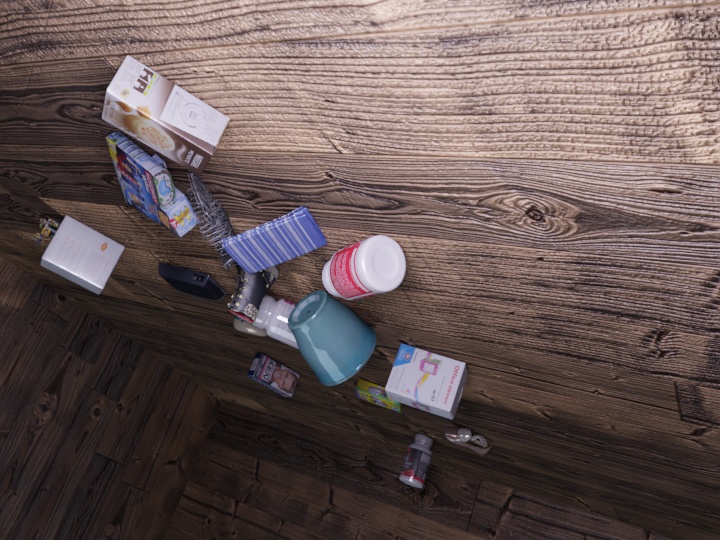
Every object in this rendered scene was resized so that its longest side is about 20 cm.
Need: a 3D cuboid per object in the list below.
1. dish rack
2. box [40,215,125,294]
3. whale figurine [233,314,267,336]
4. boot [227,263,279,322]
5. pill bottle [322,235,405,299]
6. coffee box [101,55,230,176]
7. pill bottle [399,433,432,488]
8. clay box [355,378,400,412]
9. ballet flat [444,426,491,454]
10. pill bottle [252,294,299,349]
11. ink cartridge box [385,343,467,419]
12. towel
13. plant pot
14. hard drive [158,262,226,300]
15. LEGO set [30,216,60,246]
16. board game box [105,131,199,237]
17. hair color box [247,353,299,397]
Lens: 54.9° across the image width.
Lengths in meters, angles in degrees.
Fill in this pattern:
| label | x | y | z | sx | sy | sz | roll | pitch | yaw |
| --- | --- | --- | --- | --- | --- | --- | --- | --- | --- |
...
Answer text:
| label | x | y | z | sx | sy | sz | roll | pitch | yaw |
| --- | --- | --- | --- | --- | --- | --- | --- | --- | --- |
| dish rack | -0.320 | -0.114 | 1.477 | 0.155 | 0.054 | 0.201 | 62 | 180 | 32 |
| box | -0.856 | -0.045 | 2.137 | 0.197 | 0.155 | 0.106 | 31 | 156 | -20 |
| whale figurine | -0.302 | 0.144 | 2.135 | 0.156 | 0.107 | 0.199 | 9 | 180 | 31 |
| boot | -0.296 | 0.021 | 1.731 | 0.072 | 0.157 | 0.203 | 4 | 152 | 38 |
| pill bottle | 0.000 | 0.000 | 1.447 | 0.111 | 0.114 | 0.199 | 31 | 157 | -22 |
| coffee box | -0.341 | -0.266 | 1.214 | 0.197 | 0.081 | 0.114 | 29 | 158 | -16 |
| pill bottle | 0.243 | 0.808 | 2.948 | 0.108 | 0.204 | 0.111 | 18 | 158 | 8 |
| clay box | 0.083 | 0.459 | 2.512 | 0.195 | 0.048 | 0.115 | 18 | 158 | 14 |
| ballet flat | 0.404 | 0.618 | 2.559 | 0.197 | 0.069 | 0.067 | 26 | 139 | -21 |
| pill bottle | -0.204 | 0.152 | 1.998 | 0.196 | 0.116 | 0.114 | 23 | 159 | -3 |
| ink cartridge box | 0.186 | 0.308 | 1.927 | 0.195 | 0.147 | 0.085 | 15 | 157 | 19 |
| towel | -0.180 | -0.061 | 1.476 | 0.195 | 0.024 | 0.145 | -20 | 149 | 9 |
| plant pot | -0.089 | 0.163 | 1.829 | 0.198 | 0.201 | 0.189 | -7 | 129 | 51 |
| hard drive | -0.526 | 0.038 | 2.151 | 0.195 | 0.043 | 0.135 | 13 | 156 | 25 |
| LEGO set | -0.966 | -0.070 | 2.235 | 0.198 | 0.118 | 0.153 | 33 | 156 | -24 |
| board game box | -0.433 | -0.174 | 1.467 | 0.198 | 0.062 | 0.202 | 36 | 150 | 18 |
| hair color box | -0.348 | 0.421 | 2.779 | 0.198 | 0.102 | 0.060 | 36 | 154 | -30 |
